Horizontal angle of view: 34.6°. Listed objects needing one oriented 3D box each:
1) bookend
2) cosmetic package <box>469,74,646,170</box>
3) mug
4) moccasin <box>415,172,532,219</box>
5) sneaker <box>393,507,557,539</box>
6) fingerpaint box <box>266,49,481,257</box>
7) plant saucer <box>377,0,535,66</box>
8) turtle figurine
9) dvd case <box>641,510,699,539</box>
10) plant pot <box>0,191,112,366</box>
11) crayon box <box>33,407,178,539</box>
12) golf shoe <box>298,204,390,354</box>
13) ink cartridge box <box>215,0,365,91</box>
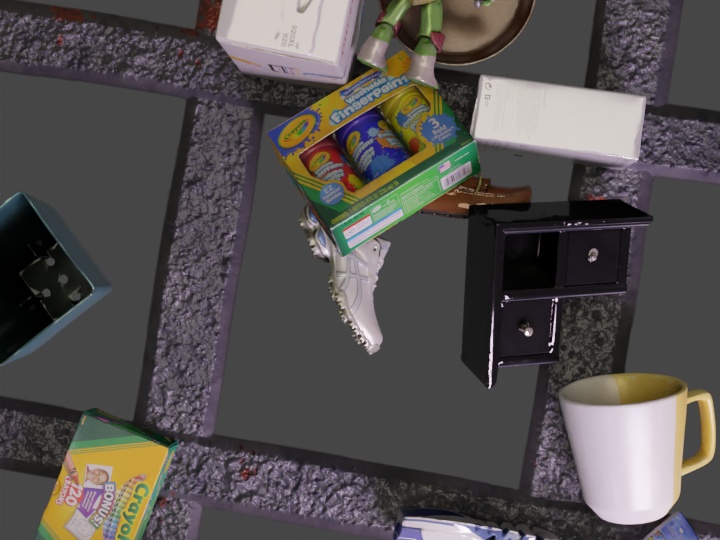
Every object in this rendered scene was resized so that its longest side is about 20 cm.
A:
[{"bbox_3d":[0.230,0.024,1.381,0.197,0.092,0.202,-3,108,-15],"label":"bookend"},{"bbox_3d":[0.233,-0.177,1.393,0.198,0.113,0.082,9,89,5],"label":"cosmetic package"},{"bbox_3d":[0.335,0.212,1.371,0.185,0.149,0.155,-6,97,9],"label":"mug"},{"bbox_3d":[0.110,-0.105,1.422,0.200,0.074,0.078,6,98,13],"label":"moccasin"},{"bbox_3d":[0.134,0.360,1.406,0.198,0.081,0.116,10,88,1],"label":"sneaker"},{"bbox_3d":[0.015,-0.142,1.378,0.199,0.073,0.167,-31,60,-5],"label":"fingerpaint box"},{"bbox_3d":[0.119,-0.352,1.439,0.198,0.034,0.202,0,90,2],"label":"plant saucer"},{"bbox_3d":[0.078,-0.320,1.365,0.143,0.200,0.195,19,95,-20],"label":"turtle figurine"},{"bbox_3d":[0.359,0.388,1.354,0.199,0.018,0.143,-24,78,-41],"label":"dvd case"},{"bbox_3d":[-0.384,0.011,1.376,0.141,0.200,0.142,-37,88,1],"label":"plant pot"},{"bbox_3d":[-0.320,0.287,1.440,0.118,0.058,0.201,21,90,3],"label":"crayon box"},{"bbox_3d":[0.000,0.000,1.423,0.097,0.078,0.201,-22,89,-4],"label":"golf shoe"},{"bbox_3d":[-0.075,-0.307,1.364,0.143,0.200,0.149,11,89,3],"label":"ink cartridge box"}]
